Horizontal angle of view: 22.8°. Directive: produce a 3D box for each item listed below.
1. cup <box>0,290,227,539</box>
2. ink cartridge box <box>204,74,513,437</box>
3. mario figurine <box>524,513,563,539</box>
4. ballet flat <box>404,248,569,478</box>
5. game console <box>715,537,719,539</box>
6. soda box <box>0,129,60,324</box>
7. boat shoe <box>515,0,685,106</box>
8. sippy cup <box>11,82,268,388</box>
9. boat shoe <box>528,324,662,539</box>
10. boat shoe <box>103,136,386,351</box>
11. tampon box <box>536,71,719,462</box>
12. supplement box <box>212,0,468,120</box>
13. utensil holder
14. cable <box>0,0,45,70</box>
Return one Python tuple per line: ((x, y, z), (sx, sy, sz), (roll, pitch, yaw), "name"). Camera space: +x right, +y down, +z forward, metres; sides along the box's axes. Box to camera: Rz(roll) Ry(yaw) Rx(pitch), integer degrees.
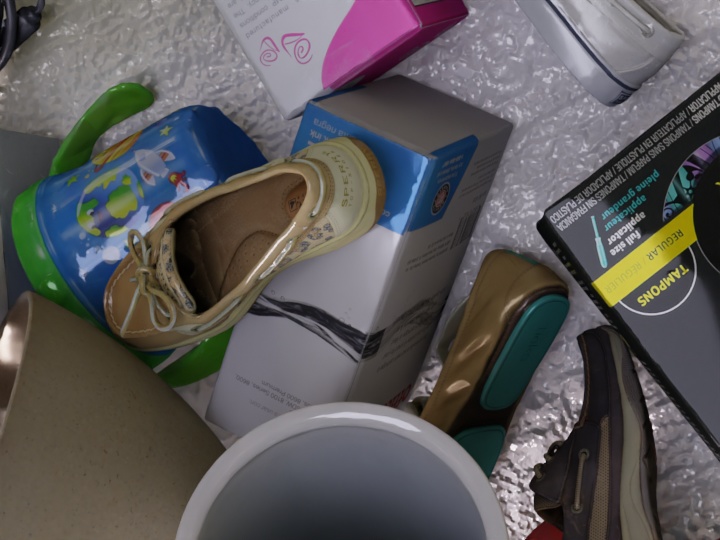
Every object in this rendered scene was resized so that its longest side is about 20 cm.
((-0.154, 0.129, 0.996), (0.142, 0.201, 0.201), (20, 112, -17), "cup")
((0.000, 0.000, 1.031), (0.084, 0.145, 0.201), (25, 109, 16), "ink cartridge box")
((0.123, 0.221, 1.089), (0.123, 0.106, 0.201), (8, 121, -19), "mario figurine")
((0.063, 0.078, 1.081), (0.063, 0.068, 0.201), (41, 113, 38), "ballet flat")
((0.237, 0.247, 1.020), (0.176, 0.031, 0.201), (-23, 96, -3), "game console")
((-0.226, 0.015, 1.132), (0.063, 0.068, 0.201), (-11, 82, 29), "soda box")
((0.108, -0.193, 0.985), (0.086, 0.075, 0.202), (-39, 89, 24), "boat shoe")
((-0.119, -0.028, 1.079), (0.130, 0.140, 0.178), (-35, 94, 17), "sippy cup")
((0.129, 0.120, 0.998), (0.073, 0.201, 0.075), (-9, 143, 11), "boat shoe")
((-0.077, -0.014, 0.951), (0.200, 0.063, 0.074), (-33, 76, 33), "boat shoe")
((0.211, 0.007, 0.943), (0.150, 0.126, 0.200), (-39, 87, 3), "tampon box")
((-0.040, -0.201, 1.024), (0.101, 0.103, 0.201), (-31, 89, 23), "supplement box")
((0.000, 0.187, 0.955), (0.169, 0.200, 0.171), (-3, 62, 6), "utensil holder")
((-0.295, -0.196, 1.156), (0.200, 0.051, 0.163), (47, 121, 9), "cable")
